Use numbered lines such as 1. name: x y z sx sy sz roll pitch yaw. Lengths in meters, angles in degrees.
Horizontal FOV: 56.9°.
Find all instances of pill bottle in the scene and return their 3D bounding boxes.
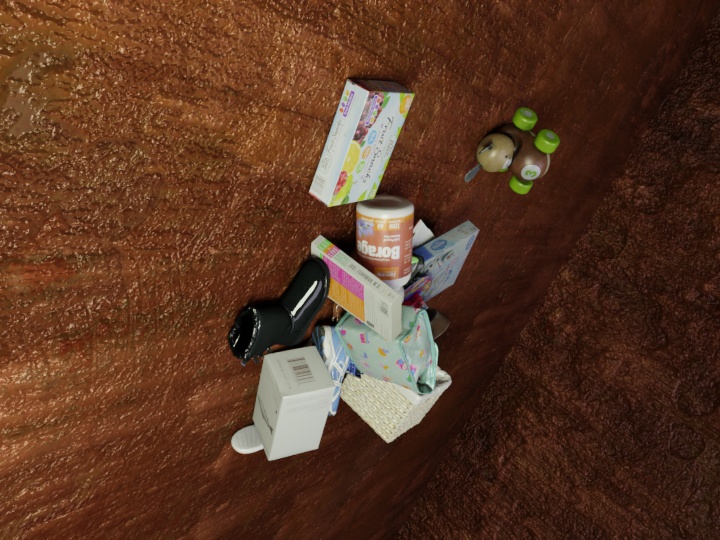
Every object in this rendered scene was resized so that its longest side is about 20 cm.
1. pill bottle: 0.046 -0.035 1.287 0.112 0.111 0.203 -26 124 -47

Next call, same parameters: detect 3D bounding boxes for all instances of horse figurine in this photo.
1. horse figurine: 0.000 0.000 1.392 0.132 0.050 0.202 -25 145 -58

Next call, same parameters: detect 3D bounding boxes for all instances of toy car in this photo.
1. toy car: 0.336 -0.267 1.566 0.198 0.158 0.165 -21 151 -34

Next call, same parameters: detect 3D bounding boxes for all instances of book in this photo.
1. book: -0.009 0.034 1.234 0.048 0.199 0.134 -42 154 -23

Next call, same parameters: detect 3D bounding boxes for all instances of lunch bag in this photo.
1. lunch bag: 0.064 0.163 1.365 0.122 0.168 0.202 -54 138 -34

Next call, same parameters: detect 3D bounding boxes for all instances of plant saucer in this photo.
1. plant saucer: 0.112 0.137 1.561 0.199 0.199 0.035 -33 106 -40

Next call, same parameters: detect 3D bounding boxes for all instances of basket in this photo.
1. basket: 0.085 0.288 1.653 0.197 0.199 0.162 -9 133 -58

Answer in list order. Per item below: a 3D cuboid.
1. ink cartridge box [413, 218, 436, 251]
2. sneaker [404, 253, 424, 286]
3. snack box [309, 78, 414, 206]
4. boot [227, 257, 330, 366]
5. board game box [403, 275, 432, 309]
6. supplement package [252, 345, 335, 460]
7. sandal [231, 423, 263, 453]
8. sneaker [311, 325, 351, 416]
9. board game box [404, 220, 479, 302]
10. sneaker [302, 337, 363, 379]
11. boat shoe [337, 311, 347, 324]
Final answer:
1. ink cartridge box: 0.116 -0.056 1.531 0.109 0.050 0.200 -52 155 0
2. sneaker: 0.084 0.015 1.443 0.082 0.078 0.200 -1 165 -17
3. snack box: 0.002 -0.213 1.115 0.142 0.053 0.202 -20 139 -54
4. boot: -0.147 0.072 1.192 0.162 0.073 0.200 -8 130 -55
5. board game box: 0.098 0.094 1.492 0.199 0.039 0.158 -37 161 -13
6. supplement package: -0.140 0.272 1.363 0.116 0.117 0.202 -7 132 -28
7. sandal: -0.206 0.367 1.462 0.205 0.079 0.060 -8 131 -48
8. sneaker: -0.055 0.211 1.394 0.076 0.076 0.203 -7 109 -28
9. board game box: 0.177 -0.004 1.585 0.198 0.043 0.201 -28 151 -34
10. sneaker: -0.042 0.192 1.479 0.198 0.115 0.081 -21 139 -49
11. boat shoe: 0.002 0.099 1.509 0.072 0.066 0.199 -26 165 24
